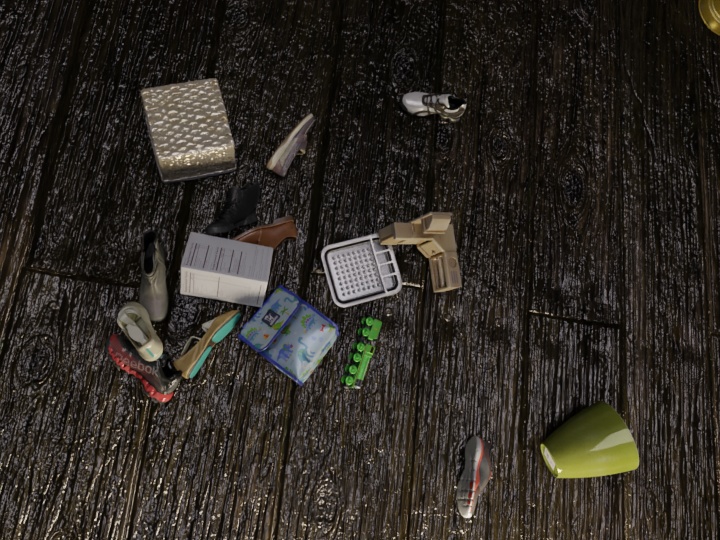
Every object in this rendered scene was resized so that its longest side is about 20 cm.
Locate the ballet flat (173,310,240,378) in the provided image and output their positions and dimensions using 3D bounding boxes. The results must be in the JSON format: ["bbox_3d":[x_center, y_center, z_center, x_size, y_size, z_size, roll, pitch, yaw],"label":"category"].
[{"bbox_3d":[-0.374,0.163,1.229,0.063,0.069,0.201,33,71,9],"label":"ballet flat"}]

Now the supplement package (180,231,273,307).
[{"bbox_3d":[-0.323,-0.001,1.232,0.198,0.114,0.110,11,50,-13],"label":"supplement package"}]

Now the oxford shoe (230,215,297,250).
[{"bbox_3d":[-0.253,-0.077,1.307,0.199,0.071,0.072,-22,90,-19],"label":"oxford shoe"}]

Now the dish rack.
[{"bbox_3d":[0.000,0.000,1.369,0.198,0.044,0.173,-14,84,-17],"label":"dish rack"}]

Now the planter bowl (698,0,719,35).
[{"bbox_3d":[1.381,-0.991,1.908,0.199,0.083,0.202,3,78,-14],"label":"planter bowl"}]

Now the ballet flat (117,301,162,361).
[{"bbox_3d":[-0.507,0.124,1.148,0.069,0.070,0.200,-40,53,-18],"label":"ballet flat"}]

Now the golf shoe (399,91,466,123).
[{"bbox_3d":[0.217,-0.499,1.501,0.198,0.094,0.079,4,79,-12],"label":"golf shoe"}]

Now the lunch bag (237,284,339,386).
[{"bbox_3d":[-0.176,0.155,1.257,0.199,0.128,0.170,35,74,12],"label":"lunch bag"}]

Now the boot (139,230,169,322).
[{"bbox_3d":[-0.492,0.016,1.191,0.067,0.131,0.202,-3,80,-14],"label":"boot"}]

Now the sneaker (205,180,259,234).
[{"bbox_3d":[-0.319,-0.160,1.275,0.200,0.060,0.105,-31,115,-55],"label":"sneaker"}]

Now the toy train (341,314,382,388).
[{"bbox_3d":[0.006,0.214,1.331,0.056,0.042,0.201,25,74,-20],"label":"toy train"}]

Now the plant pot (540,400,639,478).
[{"bbox_3d":[0.599,0.477,1.375,0.198,0.187,0.189,-20,84,-2],"label":"plant pot"}]

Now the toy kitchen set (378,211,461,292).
[{"bbox_3d":[0.181,-0.044,1.337,0.199,0.163,0.182,-1,79,-31],"label":"toy kitchen set"}]

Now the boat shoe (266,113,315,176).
[{"bbox_3d":[-0.177,-0.338,1.381,0.065,0.072,0.201,39,69,-17],"label":"boat shoe"}]

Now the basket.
[{"bbox_3d":[-0.426,-0.346,1.268,0.198,0.161,0.200,-15,84,-15],"label":"basket"}]

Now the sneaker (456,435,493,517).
[{"bbox_3d":[0.311,0.542,1.327,0.081,0.077,0.202,20,75,-16],"label":"sneaker"}]

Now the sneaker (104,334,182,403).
[{"bbox_3d":[-0.492,0.207,1.172,0.200,0.071,0.098,44,100,-4],"label":"sneaker"}]
